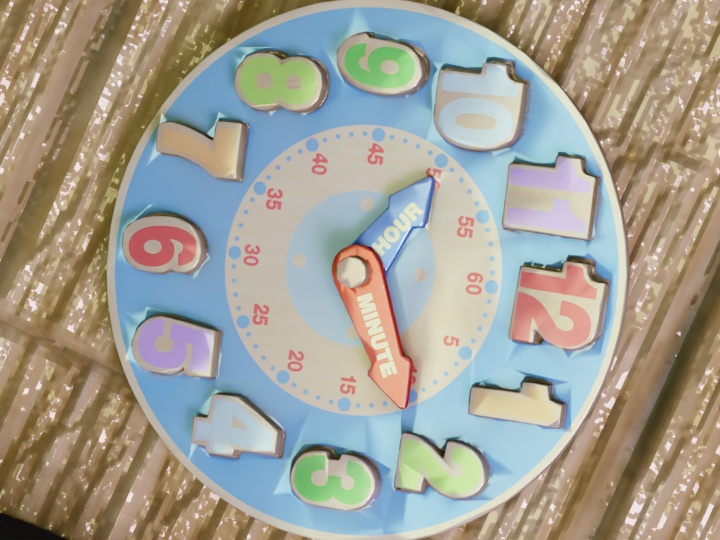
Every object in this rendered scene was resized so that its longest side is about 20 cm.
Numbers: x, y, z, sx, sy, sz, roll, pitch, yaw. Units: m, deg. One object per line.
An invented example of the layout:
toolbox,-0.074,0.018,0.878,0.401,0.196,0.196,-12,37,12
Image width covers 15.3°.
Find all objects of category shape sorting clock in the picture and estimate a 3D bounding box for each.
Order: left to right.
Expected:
shape sorting clock,0.000,0.000,0.985,0.199,0.039,0.201,0,89,11

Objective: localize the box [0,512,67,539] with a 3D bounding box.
box,-0.155,0.196,0.959,0.104,0.148,0.201,23,92,11
